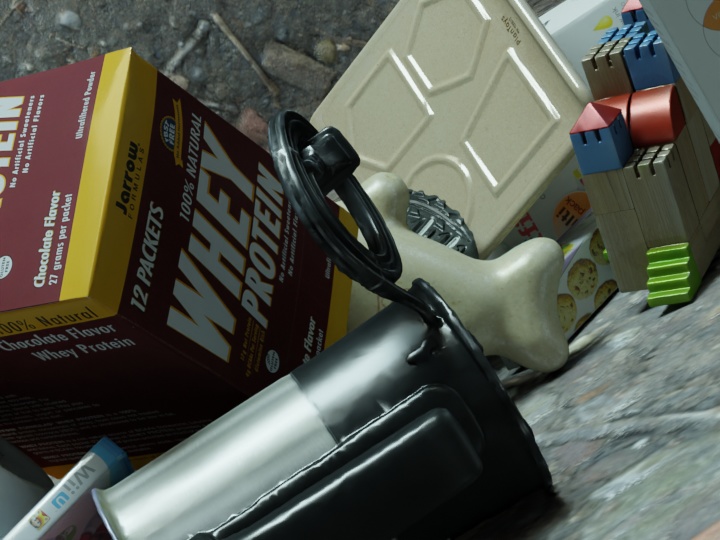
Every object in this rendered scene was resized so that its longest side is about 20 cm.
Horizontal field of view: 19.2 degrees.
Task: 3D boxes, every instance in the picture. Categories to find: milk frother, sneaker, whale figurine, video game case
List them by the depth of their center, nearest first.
[{"bbox_3d":[-0.041,0.060,0.974,0.188,0.200,0.181,-32,-13,-5],"label":"milk frother"},{"bbox_3d":[-0.176,0.185,1.044,0.200,0.018,0.143,-46,-24,-18],"label":"video game case"},{"bbox_3d":[0.020,0.024,1.227,0.199,0.160,0.104,-5,-1,6],"label":"whale figurine"},{"bbox_3d":[0.000,0.000,1.341,0.199,0.080,0.074,-2,32,45],"label":"sneaker"}]

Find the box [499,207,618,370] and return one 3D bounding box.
[{"bbox_3d":[0.141,-0.005,1.314,0.039,0.042,0.200,-23,11,42],"label":"box"}]

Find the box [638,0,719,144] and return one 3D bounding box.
[{"bbox_3d":[0.238,-0.121,1.071,0.152,0.201,0.106,-30,8,8],"label":"box"}]

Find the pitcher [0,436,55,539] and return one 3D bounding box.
[{"bbox_3d":[-0.263,0.157,1.075,0.200,0.171,0.121,-55,3,0],"label":"pitcher"}]

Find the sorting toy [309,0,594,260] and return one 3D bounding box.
[{"bbox_3d":[0.058,-0.093,1.350,0.036,0.186,0.200,5,-48,-41],"label":"sorting toy"}]

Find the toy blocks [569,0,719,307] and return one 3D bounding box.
[{"bbox_3d":[0.176,-0.084,1.239,0.099,0.137,0.200,-9,23,30],"label":"toy blocks"}]

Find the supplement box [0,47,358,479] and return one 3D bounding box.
[{"bbox_3d":[-0.140,0.006,1.105,0.196,0.200,0.134,-10,61,33],"label":"supplement box"}]

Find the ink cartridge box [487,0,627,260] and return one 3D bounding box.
[{"bbox_3d":[0.149,-0.100,1.472,0.199,0.148,0.145,-33,8,-4],"label":"ink cartridge box"}]
